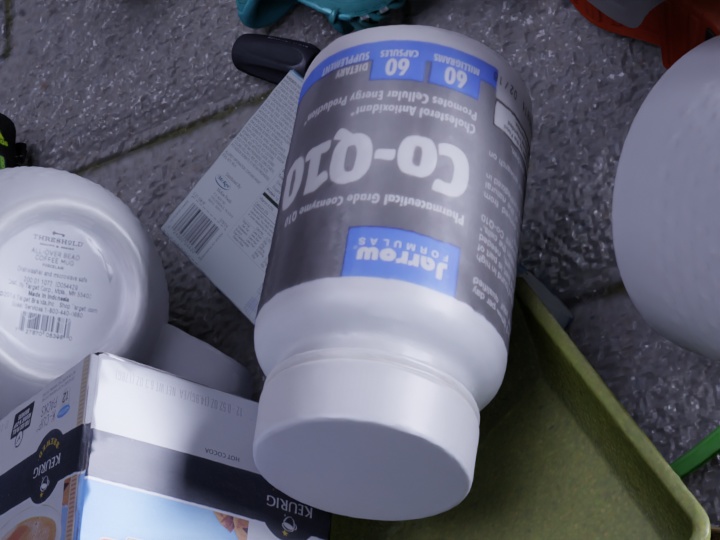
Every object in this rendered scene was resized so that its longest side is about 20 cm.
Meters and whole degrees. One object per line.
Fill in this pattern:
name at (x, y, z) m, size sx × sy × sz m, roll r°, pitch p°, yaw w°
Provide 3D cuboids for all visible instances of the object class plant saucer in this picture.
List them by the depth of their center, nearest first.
plant saucer at (0.053, 0.132, 0.825) m, size 0.200 × 0.048 × 0.200 m, roll -48°, pitch 35°, yaw 11°

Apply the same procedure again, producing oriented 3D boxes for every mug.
mug at (0.235, -0.023, 0.784) m, size 0.175 × 0.198 × 0.149 m, roll 21°, pitch 122°, yaw 56°
mug at (-0.149, 0.030, 0.971) m, size 0.175 × 0.198 × 0.149 m, roll -20°, pitch 48°, yaw 69°

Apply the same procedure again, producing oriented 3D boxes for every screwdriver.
screwdriver at (0.004, -0.105, 1.034) m, size 0.199 × 0.029 × 0.028 m, roll 17°, pitch 80°, yaw 40°

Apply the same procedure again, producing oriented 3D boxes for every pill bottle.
pill bottle at (0.014, 0.001, 0.838) m, size 0.113 × 0.114 × 0.202 m, roll -10°, pitch 53°, yaw 27°

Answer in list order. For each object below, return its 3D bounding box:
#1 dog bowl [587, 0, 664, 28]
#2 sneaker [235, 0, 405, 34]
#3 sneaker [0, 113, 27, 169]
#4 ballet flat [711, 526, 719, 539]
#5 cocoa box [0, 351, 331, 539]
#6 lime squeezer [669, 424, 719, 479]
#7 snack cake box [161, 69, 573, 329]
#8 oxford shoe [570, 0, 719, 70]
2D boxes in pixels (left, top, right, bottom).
dog bowl at (0.186, -0.195, 0.898) m, size 0.198 × 0.059 × 0.202 m, roll -5°, pitch 52°, yaw 7°
sneaker at (0.009, -0.170, 1.049) m, size 0.198 × 0.077 × 0.081 m, roll 3°, pitch 90°, yaw 38°
sneaker at (-0.231, -0.050, 1.130) m, size 0.199 × 0.073 × 0.088 m, roll 37°, pitch 97°, yaw 41°
ballet flat at (0.157, 0.143, 0.824) m, size 0.198 × 0.063 × 0.069 m, roll -1°, pitch 68°, yaw 31°
cocoa box at (-0.118, 0.145, 0.873) m, size 0.199 × 0.132 × 0.133 m, roll -32°, pitch 47°, yaw 48°
lime squeezer at (0.209, 0.077, 0.835) m, size 0.198 × 0.038 × 0.071 m, roll 1°, pitch 72°, yaw 31°
snack cake box at (0.000, 0.000, 0.975) m, size 0.115 × 0.067 × 0.200 m, roll -49°, pitch 54°, yaw 3°
oxford shoe at (0.153, -0.160, 0.960) m, size 0.072 × 0.072 × 0.200 m, roll -31°, pitch 52°, yaw -15°
